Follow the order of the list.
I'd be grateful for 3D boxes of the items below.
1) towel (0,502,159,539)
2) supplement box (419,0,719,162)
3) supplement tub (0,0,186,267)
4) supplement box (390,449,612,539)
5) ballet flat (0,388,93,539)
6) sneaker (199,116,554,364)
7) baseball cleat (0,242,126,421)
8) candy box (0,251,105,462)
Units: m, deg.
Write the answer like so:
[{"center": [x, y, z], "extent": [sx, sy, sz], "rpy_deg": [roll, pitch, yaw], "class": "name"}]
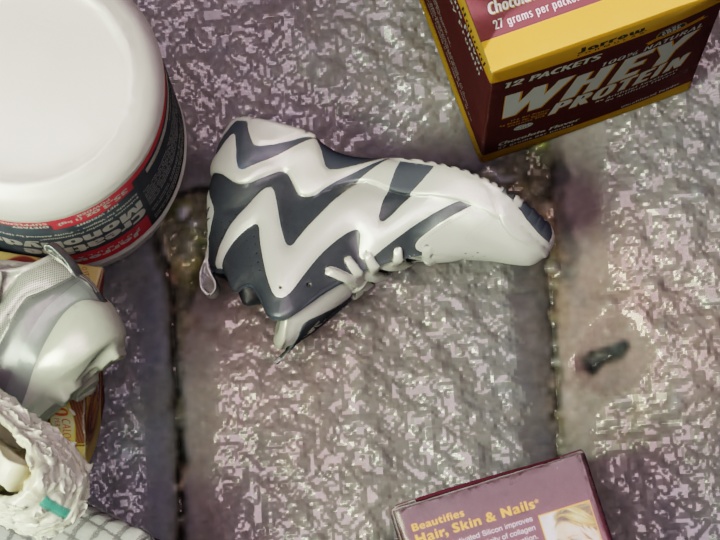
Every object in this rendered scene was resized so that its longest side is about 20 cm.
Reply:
[{"center": [-0.196, 0.212, 1.355], "extent": [0.165, 0.086, 0.200], "rpy_deg": [20, 78, 34], "class": "towel"}, {"center": [0.097, -0.191, 1.397], "extent": [0.133, 0.200, 0.198], "rpy_deg": [-19, 79, -3], "class": "supplement box"}, {"center": [-0.168, -0.078, 1.379], "extent": [0.140, 0.200, 0.141], "rpy_deg": [0, 79, 1], "class": "supplement tub"}, {"center": [0.097, 0.210, 1.377], "extent": [0.110, 0.086, 0.200], "rpy_deg": [-17, 80, -2], "class": "supplement box"}, {"center": [-0.219, 0.063, 1.255], "extent": [0.200, 0.072, 0.072], "rpy_deg": [30, 81, 18], "class": "ballet flat"}, {"center": [0.000, 0.000, 1.424], "extent": [0.199, 0.079, 0.130], "rpy_deg": [17, 81, 4], "class": "sneaker"}, {"center": [-0.214, 0.066, 1.322], "extent": [0.200, 0.070, 0.106], "rpy_deg": [-40, 82, 7], "class": "baseball cleat"}, {"center": [-0.242, 0.039, 1.397], "extent": [0.200, 0.117, 0.057], "rpy_deg": [8, 47, 2], "class": "candy box"}]
